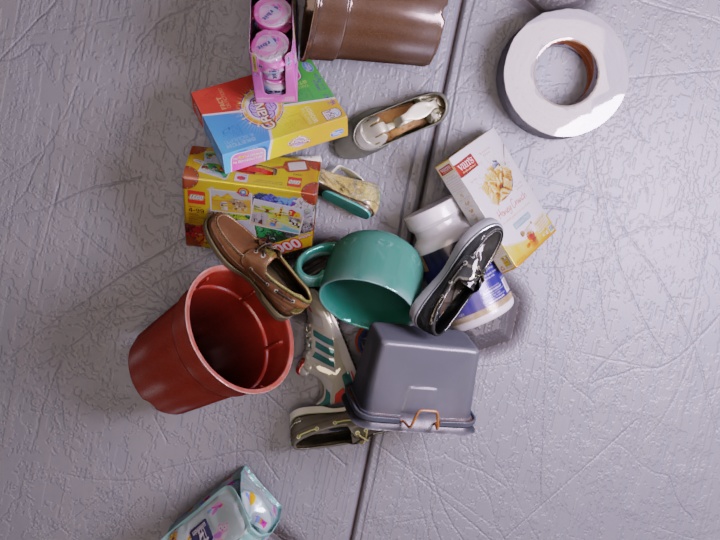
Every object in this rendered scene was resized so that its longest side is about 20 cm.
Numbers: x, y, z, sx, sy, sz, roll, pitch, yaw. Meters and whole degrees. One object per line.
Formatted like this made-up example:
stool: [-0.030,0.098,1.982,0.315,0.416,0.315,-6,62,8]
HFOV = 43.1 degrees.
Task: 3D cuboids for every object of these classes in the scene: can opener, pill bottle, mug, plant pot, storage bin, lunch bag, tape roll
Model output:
can opener: [-0.117,0.012,1.485,0.200,0.067,0.053,-30,91,-12]
pill bottle: [0.154,-0.013,1.453,0.116,0.116,0.200,-26,94,1]
mug: [0.010,0.000,1.410,0.185,0.152,0.115,35,54,-28]
plant pot: [-0.241,0.121,1.395,0.195,0.201,0.201,-29,96,37]
plant pot: [0.020,-0.399,1.386,0.198,0.200,0.201,8,95,-10]
storage bin: [0.086,0.162,1.382,0.200,0.146,0.135,6,108,-14]
lunch bag: [-0.221,0.418,1.437,0.170,0.200,0.122,-39,95,3]
tape roll: [0.321,-0.311,1.456,0.200,0.066,0.201,0,96,-2]

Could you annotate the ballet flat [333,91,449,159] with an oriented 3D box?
ballet flat: [0.048,-0.236,1.456,0.200,0.064,0.067,-23,95,1]

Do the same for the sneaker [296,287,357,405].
sneaker: [-0.069,0.126,1.480,0.093,0.070,0.200,-22,98,-6]

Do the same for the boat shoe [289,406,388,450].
boat shoe: [-0.016,0.255,1.485,0.201,0.072,0.060,-5,50,3]

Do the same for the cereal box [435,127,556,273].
cereal box: [0.216,-0.113,1.442,0.144,0.040,0.200,-38,98,-43]

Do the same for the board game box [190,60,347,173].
board game box: [-0.140,-0.239,1.396,0.200,0.040,0.153,-20,55,-15]

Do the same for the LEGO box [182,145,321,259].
LEGO box: [-0.167,-0.103,1.415,0.200,0.077,0.149,7,137,-1]

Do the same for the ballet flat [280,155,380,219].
ballet flat: [-0.059,-0.148,1.465,0.200,0.071,0.071,23,94,-3]

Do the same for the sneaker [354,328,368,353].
sneaker: [0.085,0.150,1.483,0.200,0.078,0.075,18,95,-3]

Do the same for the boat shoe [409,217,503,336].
boat shoe: [0.154,0.013,1.354,0.200,0.057,0.069,-52,135,0]

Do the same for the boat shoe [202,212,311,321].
boat shoe: [-0.149,-0.017,1.371,0.200,0.072,0.068,48,132,-14]

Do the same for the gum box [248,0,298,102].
gum box: [-0.129,-0.357,1.371,0.066,0.114,0.200,-2,63,-1]
